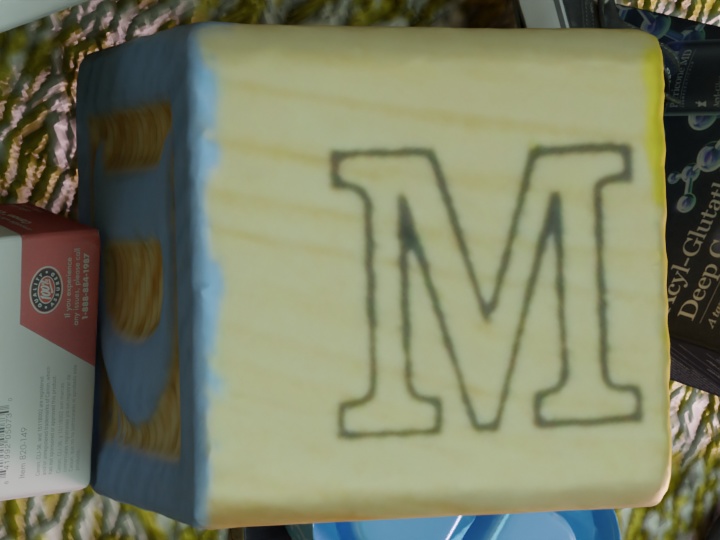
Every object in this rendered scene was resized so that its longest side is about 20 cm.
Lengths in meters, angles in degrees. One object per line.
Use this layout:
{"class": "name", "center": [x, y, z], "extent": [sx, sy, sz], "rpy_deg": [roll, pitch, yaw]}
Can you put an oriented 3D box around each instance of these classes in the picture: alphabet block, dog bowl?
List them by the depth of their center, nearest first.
{"class": "alphabet block", "center": [0.000, 0.000, 1.172], "extent": [0.200, 0.195, 0.196], "rpy_deg": [-1, 92, -18]}
{"class": "dog bowl", "center": [0.040, 0.121, 1.345], "extent": [0.200, 0.050, 0.112], "rpy_deg": [37, 80, -37]}

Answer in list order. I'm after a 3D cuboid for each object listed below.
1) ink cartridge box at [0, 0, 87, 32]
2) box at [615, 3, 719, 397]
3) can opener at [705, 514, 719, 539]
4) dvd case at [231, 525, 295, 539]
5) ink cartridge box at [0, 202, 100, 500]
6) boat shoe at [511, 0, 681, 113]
{"class": "ink cartridge box", "center": [-0.145, -0.165, 1.147], "extent": [0.200, 0.067, 0.117], "rpy_deg": [-24, 116, -29]}
{"class": "box", "center": [0.168, -0.026, 1.311], "extent": [0.107, 0.200, 0.148], "rpy_deg": [34, 79, -44]}
{"class": "can opener", "center": [0.168, 0.188, 1.483], "extent": [0.200, 0.053, 0.067], "rpy_deg": [-37, 88, -21]}
{"class": "dvd case", "center": [0.002, 0.089, 1.351], "extent": [0.149, 0.016, 0.200], "rpy_deg": [-13, 109, -33]}
{"class": "ink cartridge box", "center": [-0.211, 0.039, 1.157], "extent": [0.200, 0.067, 0.117], "rpy_deg": [-5, 105, -36]}
{"class": "boat shoe", "center": [0.112, -0.091, 1.280], "extent": [0.066, 0.200, 0.070], "rpy_deg": [-13, 145, 1]}
